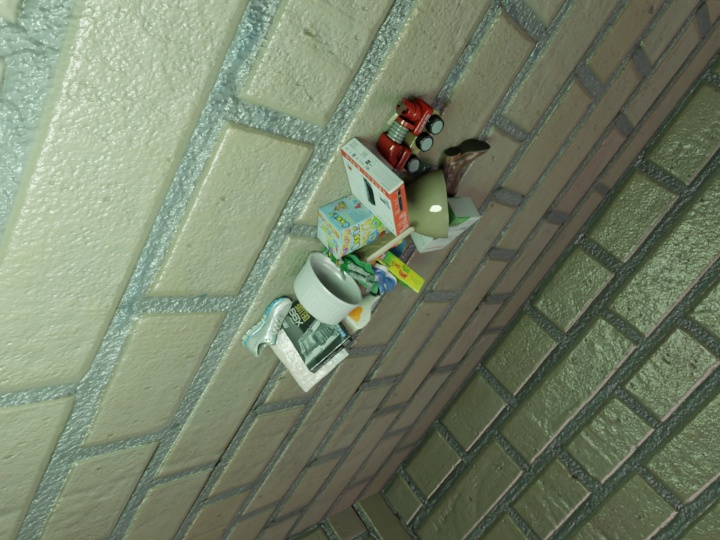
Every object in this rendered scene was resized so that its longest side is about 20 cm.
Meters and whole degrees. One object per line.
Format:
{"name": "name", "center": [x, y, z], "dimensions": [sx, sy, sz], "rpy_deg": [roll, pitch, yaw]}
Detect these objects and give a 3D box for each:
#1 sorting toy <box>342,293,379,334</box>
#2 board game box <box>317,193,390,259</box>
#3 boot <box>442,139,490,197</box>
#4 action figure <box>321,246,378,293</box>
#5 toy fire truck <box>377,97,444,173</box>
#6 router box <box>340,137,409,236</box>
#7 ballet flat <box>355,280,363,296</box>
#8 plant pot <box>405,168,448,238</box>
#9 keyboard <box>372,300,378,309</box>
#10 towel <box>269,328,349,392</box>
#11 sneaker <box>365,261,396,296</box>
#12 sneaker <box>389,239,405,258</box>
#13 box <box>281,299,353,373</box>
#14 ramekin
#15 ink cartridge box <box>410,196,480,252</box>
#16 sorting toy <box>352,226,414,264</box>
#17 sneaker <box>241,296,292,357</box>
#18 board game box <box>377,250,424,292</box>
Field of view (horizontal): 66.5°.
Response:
{"name": "sorting toy", "center": [-0.010, 0.126, 1.738], "dimensions": [0.178, 0.108, 0.200], "rpy_deg": [-34, 174, -32]}
{"name": "board game box", "center": [-0.012, -0.137, 1.521], "dimensions": [0.196, 0.105, 0.105], "rpy_deg": [-26, 146, -29]}
{"name": "boot", "center": [0.322, -0.312, 1.777], "dimensions": [0.181, 0.065, 0.204], "rpy_deg": [-17, 138, -20]}
{"name": "action figure", "center": [-0.038, -0.015, 1.542], "dimensions": [0.054, 0.198, 0.120], "rpy_deg": [-36, 141, -26]}
{"name": "toy fire truck", "center": [0.103, -0.354, 1.402], "dimensions": [0.196, 0.129, 0.178], "rpy_deg": [12, 120, -43]}
{"name": "router box", "center": [0.040, -0.210, 1.398], "dimensions": [0.048, 0.200, 0.181], "rpy_deg": [-36, 150, -12]}
{"name": "ballet flat", "center": [-0.015, 0.084, 1.836], "dimensions": [0.203, 0.066, 0.068], "rpy_deg": [93, 23, -52]}
{"name": "plant pot", "center": [0.189, -0.193, 1.658], "dimensions": [0.129, 0.206, 0.202], "rpy_deg": [-6, 147, 4]}
{"name": "keyboard", "center": [0.064, 0.072, 1.977], "dimensions": [0.055, 0.011, 0.203], "rpy_deg": [-2, 128, -45]}
{"name": "towel", "center": [-0.160, 0.242, 1.709], "dimensions": [0.189, 0.202, 0.032], "rpy_deg": [-38, -176, 1]}
{"name": "sneaker", "center": [0.050, 0.033, 1.657], "dimensions": [0.091, 0.077, 0.200], "rpy_deg": [-60, 156, -5]}
{"name": "sneaker", "center": [0.076, -0.029, 1.813], "dimensions": [0.202, 0.076, 0.081], "rpy_deg": [-53, 176, 1]}
{"name": "box", "center": [-0.137, 0.174, 1.635], "dimensions": [0.156, 0.202, 0.050], "rpy_deg": [-38, 156, 1]}
{"name": "ramekin", "center": [-0.097, 0.055, 1.561], "dimensions": [0.098, 0.202, 0.198], "rpy_deg": [-46, 152, 21]}
{"name": "ink cartridge box", "center": [0.280, -0.153, 1.839], "dimensions": [0.143, 0.086, 0.199], "rpy_deg": [-9, 156, -45]}
{"name": "sorting toy", "center": [0.048, -0.077, 1.613], "dimensions": [0.183, 0.199, 0.037], "rpy_deg": [-36, 111, -17]}
{"name": "sneaker", "center": [-0.256, 0.169, 1.604], "dimensions": [0.201, 0.087, 0.075], "rpy_deg": [-50, 149, 6]}
{"name": "board game box", "center": [0.101, -0.011, 1.711], "dimensions": [0.198, 0.101, 0.048], "rpy_deg": [37, 84, -30]}
